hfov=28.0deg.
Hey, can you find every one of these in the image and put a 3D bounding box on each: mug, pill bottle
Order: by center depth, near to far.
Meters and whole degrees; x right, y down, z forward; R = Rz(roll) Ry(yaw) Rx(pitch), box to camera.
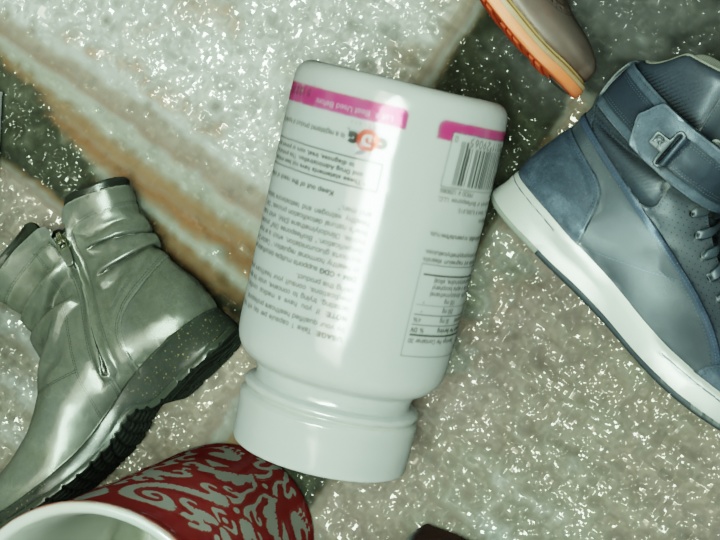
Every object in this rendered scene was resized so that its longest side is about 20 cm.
[{"bbox_3d":[-0.105,0.182,0.748,0.133,0.200,0.179,11,98,12],"label":"mug"},{"bbox_3d":[0.000,0.000,0.752,0.113,0.113,0.201,15,97,12],"label":"pill bottle"}]

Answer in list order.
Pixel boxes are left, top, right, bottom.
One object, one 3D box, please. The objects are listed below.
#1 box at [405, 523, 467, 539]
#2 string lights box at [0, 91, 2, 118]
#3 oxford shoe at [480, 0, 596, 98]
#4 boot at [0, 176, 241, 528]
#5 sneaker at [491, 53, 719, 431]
[{"bbox_3d":[0.082,0.255,0.727,0.199,0.164,0.167,18,99,11],"label":"box"},{"bbox_3d":[-0.256,-0.005,0.818,0.059,0.103,0.201,6,96,14],"label":"string lights box"},{"bbox_3d":[0.077,-0.185,0.743,0.072,0.071,0.201,-30,87,9],"label":"oxford shoe"},{"bbox_3d":[-0.173,0.050,0.830,0.200,0.068,0.131,-43,80,6],"label":"boot"},{"bbox_3d":[0.184,-0.017,0.726,0.202,0.077,0.146,46,106,7],"label":"sneaker"}]
